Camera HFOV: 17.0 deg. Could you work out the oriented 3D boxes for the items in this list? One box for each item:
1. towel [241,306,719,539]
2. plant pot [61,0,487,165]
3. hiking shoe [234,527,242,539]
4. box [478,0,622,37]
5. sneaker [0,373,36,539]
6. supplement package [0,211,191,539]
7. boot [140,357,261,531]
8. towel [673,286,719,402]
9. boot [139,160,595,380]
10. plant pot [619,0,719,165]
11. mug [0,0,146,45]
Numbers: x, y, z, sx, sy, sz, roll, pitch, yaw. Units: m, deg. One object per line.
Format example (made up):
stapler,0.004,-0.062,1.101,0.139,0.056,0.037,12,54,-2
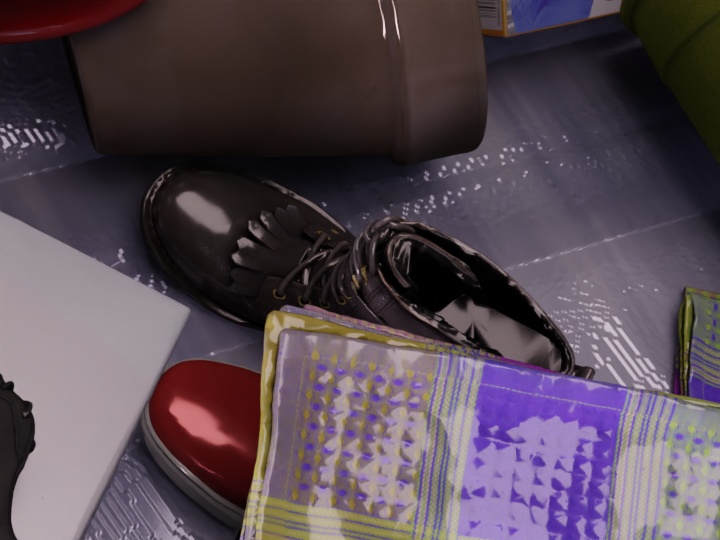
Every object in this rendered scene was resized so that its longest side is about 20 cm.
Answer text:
towel,0.049,0.100,0.922,0.199,0.023,0.144,14,70,-9
plant pot,-0.052,-0.129,1.096,0.173,0.200,0.201,-16,70,-7
hiking shoe,-0.018,0.151,1.019,0.199,0.076,0.101,-3,69,-19
box,0.125,-0.190,1.199,0.199,0.041,0.120,-16,109,-39
sneaker,-0.165,0.045,0.861,0.090,0.076,0.201,-7,75,-31
supplement package,-0.203,0.081,0.949,0.191,0.147,0.201,27,60,-4
boot,0.008,0.076,1.025,0.199,0.144,0.073,26,61,-3
towel,0.214,0.108,1.150,0.143,0.023,0.201,12,62,-12
boot,0.000,0.000,1.036,0.199,0.174,0.069,31,77,-3
plant pot,0.254,-0.078,1.160,0.199,0.200,0.194,-16,76,-25
mug,-0.178,-0.144,0.952,0.178,0.199,0.134,55,20,-16
